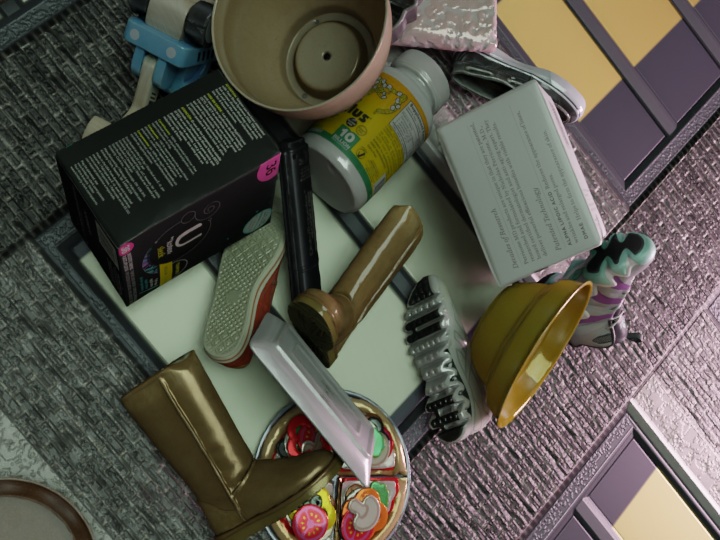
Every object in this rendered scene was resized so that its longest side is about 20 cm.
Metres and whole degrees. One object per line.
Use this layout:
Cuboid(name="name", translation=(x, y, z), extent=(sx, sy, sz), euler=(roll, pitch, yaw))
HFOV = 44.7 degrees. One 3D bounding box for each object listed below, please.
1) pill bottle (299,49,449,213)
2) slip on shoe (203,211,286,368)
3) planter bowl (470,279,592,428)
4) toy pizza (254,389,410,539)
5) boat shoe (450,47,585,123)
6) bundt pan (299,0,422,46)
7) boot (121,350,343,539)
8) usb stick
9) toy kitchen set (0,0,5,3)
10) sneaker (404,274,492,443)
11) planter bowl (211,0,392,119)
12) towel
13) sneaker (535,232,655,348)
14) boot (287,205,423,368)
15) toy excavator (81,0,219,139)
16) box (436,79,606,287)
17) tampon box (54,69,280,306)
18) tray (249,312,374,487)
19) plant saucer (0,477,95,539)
Cuboid(name="pill bottle", translation=(0.019, -0.177, 1.076), extent=(0.113, 0.113, 0.200), euler=(46, 69, -6))
Cuboid(name="slip on shoe", translation=(-0.128, 0.020, 1.016), extent=(0.072, 0.062, 0.204), euler=(5, 62, 18))
Cuboid(name="planter bowl", translation=(0.187, 0.078, 1.038), extent=(0.083, 0.202, 0.201), euler=(34, 67, 22))
Cuboid(name="toy pizza", translation=(-0.029, 0.241, 1.022), extent=(0.195, 0.032, 0.206), euler=(4, 78, -19))
Cuboid(name="boat shoe", translation=(0.207, -0.238, 1.183), extent=(0.196, 0.072, 0.072), euler=(24, 69, -3))
Cuboid(name="bundt pan", translation=(-0.003, -0.358, 1.087), extent=(0.197, 0.076, 0.208), euler=(-3, 80, 16))
Cuboid(name="boot", translation=(-0.138, 0.177, 0.943), extent=(0.173, 0.066, 0.203), euler=(-32, 92, 3))
Cuboid(name="usb stick", translation=(-0.071, -0.049, 1.016), extent=(0.032, 0.055, 0.205), euler=(2, 107, 20))
Cuboid(name="toy kitchen set", translation=(-0.403, -0.432, 0.943), extent=(0.179, 0.163, 0.202), euler=(-36, 92, -22))
Cuboid(name="sneaker", translation=(0.110, 0.106, 1.085), extent=(0.080, 0.075, 0.205), euler=(-6, 80, -39))
Cuboid(name="planter bowl", translation=(-0.051, -0.257, 0.976), extent=(0.195, 0.135, 0.206), euler=(-2, 83, 14))
Cuboid(name="towel", translation=(0.086, -0.385, 1.155), extent=(0.194, 0.032, 0.196), euler=(4, 78, -1))
Cuboid(name="sneaker", translation=(0.321, 0.041, 1.109), extent=(0.140, 0.199, 0.078), euler=(42, 51, -12))
Cuboid(name="boot", translation=(0.000, 0.000, 1.012), extent=(0.066, 0.176, 0.201), euler=(35, 72, 9))
Cuboid(name="toy excavator", translation=(-0.231, -0.222, 0.997), extent=(0.098, 0.195, 0.203), euler=(25, 114, 7))
Cuboid(name="box", translation=(0.202, -0.104, 1.067), extent=(0.128, 0.198, 0.204), euler=(-23, 88, 18))
Cuboid(name="tampon box", translation=(-0.202, -0.087, 0.944), extent=(0.198, 0.151, 0.127), euler=(-32, 75, -22))
Cuboid(name="tray", translation=(-0.043, 0.134, 0.959), extent=(0.022, 0.108, 0.201), euler=(-36, 99, 14))
Cuboid(name="plant saucer", translation=(-0.365, 0.314, 0.884), extent=(0.195, 0.034, 0.206), euler=(4, 78, -20))
